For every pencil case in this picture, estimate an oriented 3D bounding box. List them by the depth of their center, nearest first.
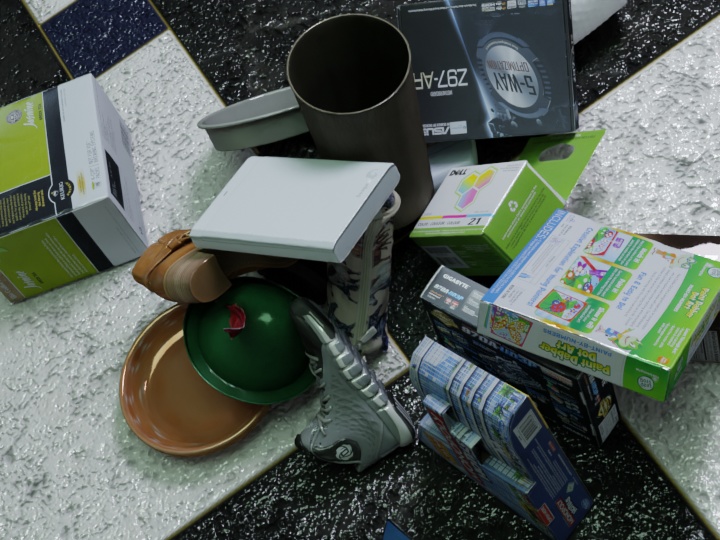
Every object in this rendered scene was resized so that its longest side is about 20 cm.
[{"bbox_3d":[0.000,0.000,1.649,0.077,0.202,0.090,-9,37,-18],"label":"pencil case"}]

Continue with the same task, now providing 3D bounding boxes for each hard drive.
[{"bbox_3d":[-0.071,-0.068,1.595,0.198,0.026,0.132,6,47,38],"label":"hard drive"}]

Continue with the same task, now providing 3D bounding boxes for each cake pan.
[{"bbox_3d":[-0.098,-0.188,1.824,0.198,0.037,0.200,-16,14,4],"label":"cake pan"}]

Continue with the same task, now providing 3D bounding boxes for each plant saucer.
[{"bbox_3d":[-0.180,0.124,1.732,0.197,0.038,0.202,-9,57,14],"label":"plant saucer"}]

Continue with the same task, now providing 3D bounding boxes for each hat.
[{"bbox_3d":[-0.098,0.033,1.625,0.163,0.177,0.202,-2,51,-18],"label":"hat"}]

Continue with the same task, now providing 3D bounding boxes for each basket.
[{"bbox_3d":[0.009,-0.154,1.681,0.134,0.201,0.181,-21,44,-3],"label":"basket"}]

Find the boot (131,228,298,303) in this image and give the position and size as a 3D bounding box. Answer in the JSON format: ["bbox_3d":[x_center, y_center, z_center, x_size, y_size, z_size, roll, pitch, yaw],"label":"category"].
[{"bbox_3d":[-0.154,-0.026,1.706,0.199,0.077,0.155,-39,25,-25],"label":"boot"}]

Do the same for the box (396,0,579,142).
[{"bbox_3d":[0.147,-0.234,1.735,0.197,0.044,0.163,-2,100,16],"label":"box"}]

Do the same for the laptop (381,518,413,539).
[{"bbox_3d":[0.035,0.388,1.454,0.200,0.116,0.187,-45,56,-11],"label":"laptop"}]

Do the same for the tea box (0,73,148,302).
[{"bbox_3d":[-0.385,-0.101,1.876,0.194,0.134,0.202,-18,56,6],"label":"tea box"}]

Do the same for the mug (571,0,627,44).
[{"bbox_3d":[0.190,-0.344,1.804,0.175,0.148,0.201,-38,86,5],"label":"mug"}]

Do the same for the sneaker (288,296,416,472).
[{"bbox_3d":[-0.039,0.134,1.605,0.115,0.201,0.075,-37,11,5],"label":"sneaker"}]

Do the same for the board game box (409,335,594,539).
[{"bbox_3d":[0.119,0.163,1.538,0.062,0.201,0.199,-48,43,-14],"label":"board game box"}]

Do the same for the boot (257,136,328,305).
[{"bbox_3d":[-0.075,-0.067,1.784,0.210,0.080,0.158,33,75,32],"label":"boot"}]

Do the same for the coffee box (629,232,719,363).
[{"bbox_3d":[0.294,0.026,1.603,0.197,0.080,0.114,2,60,20],"label":"coffee box"}]

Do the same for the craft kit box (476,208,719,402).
[{"bbox_3d":[0.243,0.028,1.482,0.195,0.049,0.200,18,37,24],"label":"craft kit box"}]

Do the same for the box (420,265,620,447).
[{"bbox_3d":[0.166,0.090,1.561,0.199,0.159,0.046,27,70,31],"label":"box"}]

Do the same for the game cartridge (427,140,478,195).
[{"bbox_3d":[0.065,-0.172,1.827,0.132,0.042,0.202,-26,55,7],"label":"game cartridge"}]

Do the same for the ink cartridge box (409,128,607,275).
[{"bbox_3d":[0.164,-0.095,1.684,0.147,0.076,0.201,-1,53,59],"label":"ink cartridge box"}]
